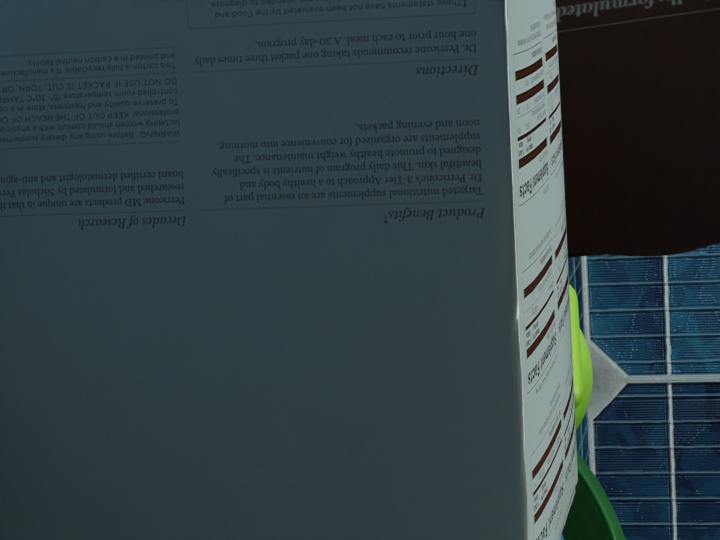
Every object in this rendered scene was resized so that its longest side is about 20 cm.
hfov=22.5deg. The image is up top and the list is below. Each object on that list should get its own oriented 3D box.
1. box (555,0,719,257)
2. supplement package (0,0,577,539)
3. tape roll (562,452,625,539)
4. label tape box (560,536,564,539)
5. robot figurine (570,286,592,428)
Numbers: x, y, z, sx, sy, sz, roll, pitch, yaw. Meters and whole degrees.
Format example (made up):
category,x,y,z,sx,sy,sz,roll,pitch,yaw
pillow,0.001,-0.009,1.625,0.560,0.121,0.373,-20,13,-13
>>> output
category,x,y,z,sx,sy,sz,roll,pitch,yaw
box,0.121,-0.132,0.773,0.201,0.164,0.165,-73,151,-48
supplement package,-0.030,-0.002,0.594,0.147,0.189,0.202,-40,127,-74
tape roll,0.019,0.147,0.786,0.048,0.198,0.203,21,68,-76
label tape box,-0.026,0.153,0.633,0.144,0.198,0.064,-47,117,-73
robot figurine,0.062,0.073,1.067,0.199,0.174,0.117,-24,96,-54
